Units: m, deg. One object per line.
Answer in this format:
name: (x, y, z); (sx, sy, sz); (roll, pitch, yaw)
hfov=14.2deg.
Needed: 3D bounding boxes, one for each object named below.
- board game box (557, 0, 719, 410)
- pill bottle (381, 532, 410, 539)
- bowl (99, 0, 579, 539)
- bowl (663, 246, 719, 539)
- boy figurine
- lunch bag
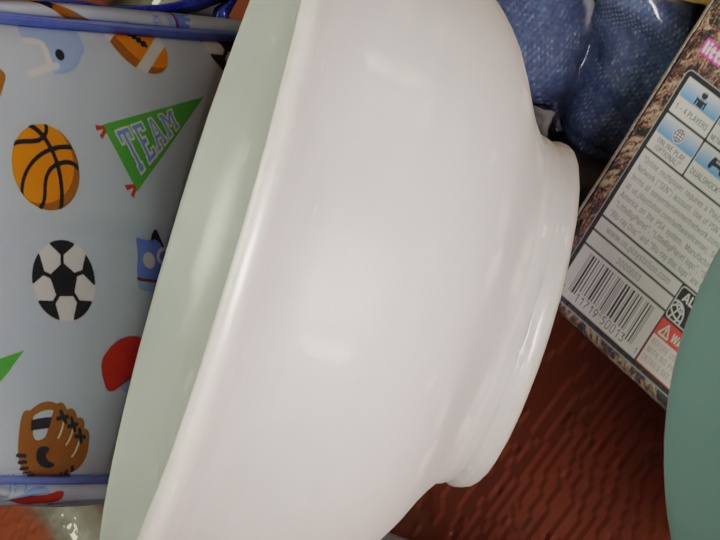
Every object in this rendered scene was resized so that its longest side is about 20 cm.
board game box: (0.168, -0.026, 0.731); (0.159, 0.097, 0.201); (44, 107, 43)
pill bottle: (-0.022, 0.176, 0.839); (0.106, 0.106, 0.201); (22, 92, 46)
bowl: (0.000, 0.000, 0.766); (0.201, 0.090, 0.202); (-163, 90, -81)
bowl: (0.156, 0.051, 0.602); (0.199, 0.105, 0.202); (2, 97, 13)
boy figurine: (0.079, -0.120, 0.795); (0.124, 0.064, 0.201); (29, 118, 19)
lunch bag: (-0.077, -0.009, 0.894); (0.075, 0.199, 0.161); (-9, 83, 44)
